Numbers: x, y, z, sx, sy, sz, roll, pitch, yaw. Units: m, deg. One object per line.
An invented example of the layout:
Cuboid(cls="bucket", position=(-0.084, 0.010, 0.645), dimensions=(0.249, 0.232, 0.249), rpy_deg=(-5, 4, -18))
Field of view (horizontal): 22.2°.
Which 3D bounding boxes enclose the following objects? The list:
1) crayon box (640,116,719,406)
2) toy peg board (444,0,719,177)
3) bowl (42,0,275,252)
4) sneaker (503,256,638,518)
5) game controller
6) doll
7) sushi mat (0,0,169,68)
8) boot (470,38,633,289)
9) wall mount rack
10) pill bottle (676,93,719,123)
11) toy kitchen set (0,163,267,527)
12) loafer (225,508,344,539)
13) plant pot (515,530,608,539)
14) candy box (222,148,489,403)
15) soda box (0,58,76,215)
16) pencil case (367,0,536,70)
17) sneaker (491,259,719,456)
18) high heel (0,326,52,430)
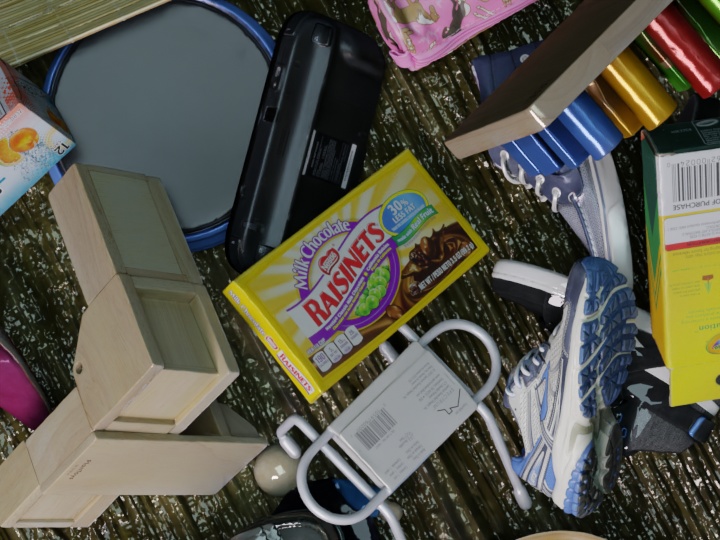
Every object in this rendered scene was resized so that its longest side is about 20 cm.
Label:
Cuboid(cls="crayon box", position=(0.265, -0.009, 1.284), dimensions=(0.126, 0.051, 0.202), rpy_deg=(-8, 118, -2))
Cuboid(cls="toy peg board", position=(0.181, -0.130, 1.262), dimensions=(0.199, 0.200, 0.098), rpy_deg=(-45, 97, -11))
Cuboid(cls="bowl", position=(-0.145, -0.114, 1.384), dimensions=(0.198, 0.039, 0.203), rpy_deg=(0, 87, -1))
Cuboid(cls="sneaker", position=(0.140, 0.079, 1.313), dimensions=(0.085, 0.077, 0.202), rpy_deg=(21, 121, 32))
Cuboid(cls="game controller", position=(-0.039, -0.087, 1.364), dimensions=(0.042, 0.104, 0.202), rpy_deg=(14, 88, 38))
Cuboid(cls="doll", position=(-0.023, 0.221, 1.367), dimensions=(0.136, 0.048, 0.201), rpy_deg=(-28, 89, -3))
Cuboid(cls="sushi mat", position=(-0.188, -0.210, 1.372), dimensions=(0.198, 0.012, 0.096), rpy_deg=(-23, 45, -2))
Cuboid(cls="boot", position=(0.144, -0.074, 1.379), dimensions=(0.089, 0.073, 0.202), rpy_deg=(-12, 79, 3))
Cuboid(cls="wall mount rack", position=(0.041, 0.138, 1.342), dimensions=(0.174, 0.075, 0.200), rpy_deg=(46, 62, 5))
Cuboid(cls="pill bottle", position=(0.324, -0.058, 1.356), dimensions=(0.198, 0.112, 0.113), rpy_deg=(20, 87, 0))
Cuboid(cls="toy kitchen set", position=(-0.170, 0.064, 1.347), dimensions=(0.200, 0.162, 0.182), rpy_deg=(-44, 56, 31))
Cuboid(cls="loafer", position=(-0.103, 0.233, 1.326), dimensions=(0.199, 0.063, 0.072), rpy_deg=(-27, 82, 19))
Cuboid(cls="plant pot", position=(0.144, 0.293, 1.363), dimensions=(0.198, 0.027, 0.202), rpy_deg=(0, 88, -12))
Cuboid(cls="candy box", position=(0.000, 0.000, 1.339), dimensions=(0.102, 0.026, 0.200), rpy_deg=(49, 54, 3))
Cuboid(cls="soda box", position=(-0.304, -0.060, 1.335), dimensions=(0.200, 0.068, 0.064), rpy_deg=(-41, 50, 9))
Cuboid(cls="pencil case", position=(0.098, -0.226, 1.375), dimensions=(0.199, 0.087, 0.083), rpy_deg=(-28, 119, -2))
Cuboid(cls="sneaker", position=(0.176, 0.074, 1.366), dimensions=(0.198, 0.073, 0.113), rpy_deg=(22, 90, 2))
Cuboid(cls="high heel", position=(-0.306, 0.063, 1.332), dimensions=(0.096, 0.067, 0.201), rpy_deg=(-38, 115, -8))
